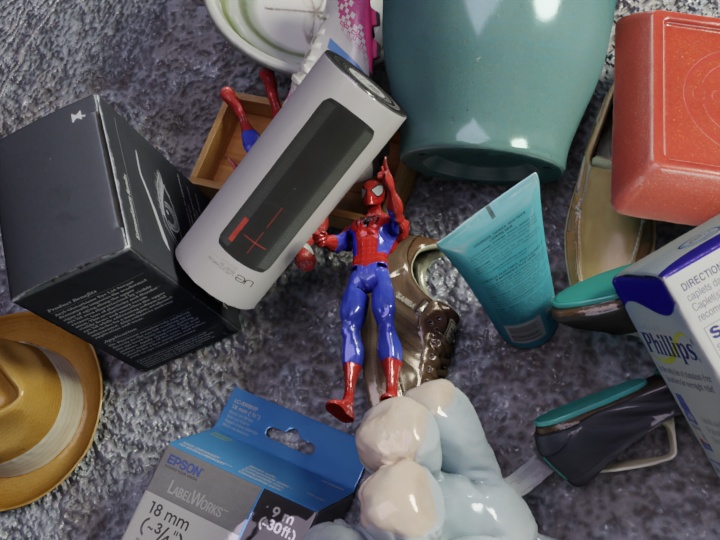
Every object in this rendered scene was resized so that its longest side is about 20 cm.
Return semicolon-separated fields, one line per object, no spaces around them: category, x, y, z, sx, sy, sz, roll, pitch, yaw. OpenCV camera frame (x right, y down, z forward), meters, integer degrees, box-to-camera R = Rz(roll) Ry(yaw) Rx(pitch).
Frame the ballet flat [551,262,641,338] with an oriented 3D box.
ballet flat;0.235;0.012;0.724;0.199;0.068;0.069;-26;104;-9

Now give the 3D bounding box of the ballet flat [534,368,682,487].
ballet flat;0.222;0.096;0.715;0.199;0.073;0.073;-27;62;-1

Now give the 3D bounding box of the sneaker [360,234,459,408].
sneaker;0.043;0.059;0.784;0.075;0.070;0.201;-14;65;12

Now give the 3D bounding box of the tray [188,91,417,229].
tray;-0.048;-0.097;0.902;0.199;0.037;0.099;14;73;22

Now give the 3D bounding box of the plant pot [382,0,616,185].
plant pot;0.107;-0.172;0.804;0.199;0.200;0.189;4;84;20

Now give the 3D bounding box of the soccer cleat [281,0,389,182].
soccer cleat;-0.025;-0.170;0.836;0.086;0.070;0.201;-4;75;-4

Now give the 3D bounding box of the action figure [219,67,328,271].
action figure;-0.073;-0.085;0.860;0.065;0.052;0.201;-22;64;3

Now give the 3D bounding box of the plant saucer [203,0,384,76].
plant saucer;-0.050;-0.248;0.935;0.199;0.050;0.201;5;61;-10

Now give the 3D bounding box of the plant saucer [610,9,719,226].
plant saucer;0.292;-0.118;0.743;0.199;0.037;0.201;9;57;3

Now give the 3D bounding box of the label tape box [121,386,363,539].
label tape box;-0.098;0.196;0.775;0.144;0.063;0.201;18;75;24

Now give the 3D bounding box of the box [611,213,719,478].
box;0.296;0.045;0.632;0.183;0.105;0.201;-29;91;-2

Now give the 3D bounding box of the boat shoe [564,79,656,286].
boat shoe;0.196;-0.065;0.781;0.071;0.076;0.201;2;69;18

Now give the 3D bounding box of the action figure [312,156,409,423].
action figure;0.000;0.000;0.741;0.065;0.099;0.201;-8;54;16

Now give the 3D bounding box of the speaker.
speaker;-0.056;-0.066;0.769;0.200;0.081;0.081;-50;60;15

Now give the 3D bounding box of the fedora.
fedora;-0.327;0.113;0.877;0.200;0.082;0.201;-7;66;16

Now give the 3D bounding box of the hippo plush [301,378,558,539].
hippo plush;0.027;0.176;0.697;0.161;0.200;0.160;-33;70;32

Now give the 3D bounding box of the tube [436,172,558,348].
tube;0.107;0.001;0.713;0.077;0.200;0.050;-40;62;-3

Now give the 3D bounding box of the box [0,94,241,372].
box;-0.198;-0.023;0.825;0.104;0.200;0.148;-23;62;10
